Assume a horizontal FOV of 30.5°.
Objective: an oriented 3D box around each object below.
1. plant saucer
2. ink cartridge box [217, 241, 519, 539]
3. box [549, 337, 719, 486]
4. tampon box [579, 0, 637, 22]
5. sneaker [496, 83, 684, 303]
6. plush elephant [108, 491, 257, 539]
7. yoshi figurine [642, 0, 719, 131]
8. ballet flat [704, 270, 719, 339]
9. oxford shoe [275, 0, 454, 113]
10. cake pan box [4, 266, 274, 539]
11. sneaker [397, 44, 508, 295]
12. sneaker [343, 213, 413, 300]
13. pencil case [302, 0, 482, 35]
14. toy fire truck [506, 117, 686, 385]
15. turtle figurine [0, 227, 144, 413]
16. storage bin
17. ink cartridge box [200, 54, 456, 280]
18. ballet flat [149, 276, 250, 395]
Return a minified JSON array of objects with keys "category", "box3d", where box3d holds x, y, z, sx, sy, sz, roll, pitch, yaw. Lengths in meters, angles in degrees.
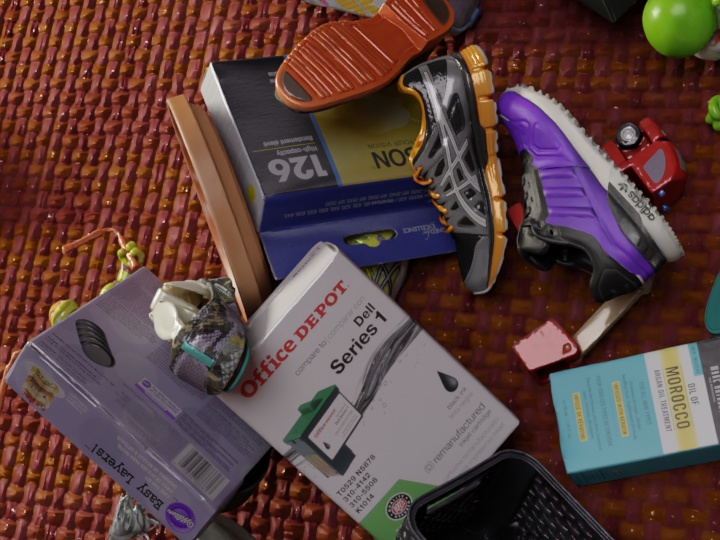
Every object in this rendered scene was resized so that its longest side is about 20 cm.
[{"category":"plant saucer","box3d":[-0.115,-0.053,1.114,0.032,0.201,0.202,-20,64,-8]},{"category":"ink cartridge box","box3d":[-0.001,0.098,1.023,0.200,0.084,0.146,42,88,-11]},{"category":"box","box3d":[0.249,0.103,1.004,0.197,0.049,0.083,-14,67,15]},{"category":"tampon box","box3d":[0.186,-0.339,1.121,0.150,0.126,0.200,-44,48,-1]},{"category":"sneaker","box3d":[0.152,-0.057,1.031,0.099,0.070,0.201,-41,62,4]},{"category":"plush elephant","box3d":[-0.139,0.273,1.041,0.153,0.165,0.202,16,112,-11]},{"category":"yoshi figurine","box3d":[0.303,-0.175,1.057,0.200,0.112,0.113,40,94,30]},{"category":"ballet flat","box3d":[0.331,-0.030,1.006,0.070,0.070,0.202,27,104,26]},{"category":"oxford shoe","box3d":[0.001,-0.167,1.097,0.199,0.073,0.071,-32,74,-38]},{"category":"cake pan box","box3d":[-0.153,0.101,1.049,0.199,0.184,0.052,40,119,2]},{"category":"sneaker","box3d":[0.078,-0.079,1.087,0.076,0.078,0.203,-8,95,-1]},{"category":"sneaker","box3d":[0.000,0.000,1.118,0.074,0.076,0.203,-5,68,20]},{"category":"pencil case","box3d":[0.016,-0.278,1.210,0.198,0.083,0.091,16,65,24]},{"category":"toy fire truck","box3d":[0.191,-0.016,1.069,0.199,0.049,0.142,-33,64,5]},{"category":"turtle figurine","box3d":[-0.224,0.069,1.179,0.159,0.065,0.201,22,64,15]},{"category":"storage bin","box3d":[0.121,0.244,0.938,0.134,0.095,0.200,-21,54,-38]},{"category":"ink cartridge box","box3d":[-0.013,-0.099,1.118,0.195,0.047,0.202,-9,58,-27]},{"category":"ballet flat","box3d":[-0.125,0.037,1.000,0.071,0.200,0.073,-2,101,-10]}]
